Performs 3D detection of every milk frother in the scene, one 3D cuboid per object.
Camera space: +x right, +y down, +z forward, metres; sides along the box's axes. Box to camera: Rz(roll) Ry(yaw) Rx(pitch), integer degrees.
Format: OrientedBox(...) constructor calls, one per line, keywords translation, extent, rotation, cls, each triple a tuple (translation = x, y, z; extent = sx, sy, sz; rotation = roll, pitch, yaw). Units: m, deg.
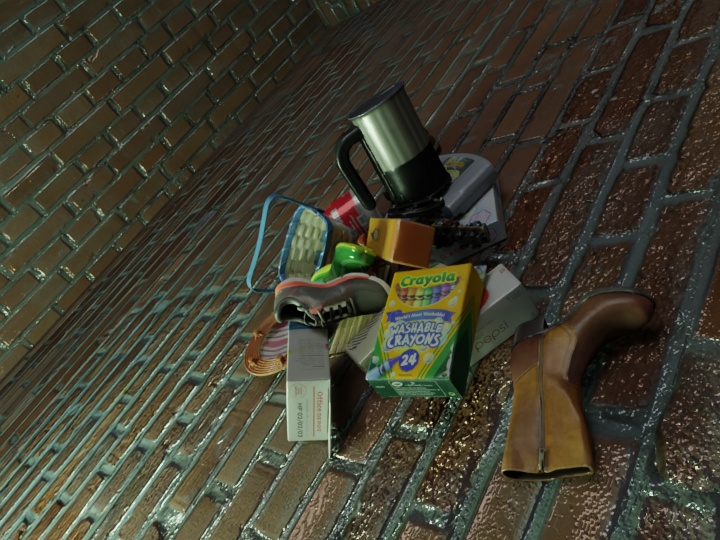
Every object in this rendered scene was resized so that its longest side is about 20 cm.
OrientedBox(translation=(0.066, -0.194, 1.034), extent=(0.180, 0.191, 0.199), rotation=(-40, 22, -16), cls="milk frother")

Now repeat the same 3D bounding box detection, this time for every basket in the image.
OrientedBox(translation=(-0.110, -0.041, 1.143), extent=(0.138, 0.195, 0.182), rotation=(34, 111, 52), cls="basket")

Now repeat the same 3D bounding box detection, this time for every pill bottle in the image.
OrientedBox(translation=(-0.051, -0.080, 1.287), extent=(0.197, 0.113, 0.113), rotation=(-35, 27, 10), cls="pill bottle")

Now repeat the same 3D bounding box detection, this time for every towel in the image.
OrientedBox(translation=(-0.130, 0.107, 1.202), extent=(0.143, 0.030, 0.203), rotation=(-22, 32, 29), cls="towel")

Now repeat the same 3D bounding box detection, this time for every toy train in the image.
OrientedBox(translation=(0.146, -0.063, 1.015), extent=(0.045, 0.035, 0.198), rotation=(-38, 24, -24), cls="toy train")

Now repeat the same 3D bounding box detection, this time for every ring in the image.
OrientedBox(translation=(-0.145, 0.116, 1.161), extent=(0.196, 0.019, 0.203), rotation=(-27, 30, 16), cls="ring")

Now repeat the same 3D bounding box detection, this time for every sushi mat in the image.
OrientedBox(translation=(0.000, 0.072, 1.110), extent=(0.094, 0.012, 0.203), rotation=(-21, 33, 31), cls="sushi mat")

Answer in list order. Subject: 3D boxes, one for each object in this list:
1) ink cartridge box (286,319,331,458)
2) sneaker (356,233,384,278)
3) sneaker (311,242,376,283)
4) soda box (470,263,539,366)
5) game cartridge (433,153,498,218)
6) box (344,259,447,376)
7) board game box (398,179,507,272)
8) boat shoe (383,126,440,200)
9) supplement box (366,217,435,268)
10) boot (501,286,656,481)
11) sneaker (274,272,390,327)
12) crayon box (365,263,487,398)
OrientedBox(translation=(-0.080, 0.175, 0.932), extent=(0.065, 0.118, 0.202), rotation=(-1, 30, -5), cls="ink cartridge box")
OrientedBox(translation=(0.000, 0.000, 1.127), extent=(0.076, 0.073, 0.202), rotation=(-35, 24, 26), cls="sneaker")
OrientedBox(translation=(-0.029, 0.018, 1.019), extent=(0.200, 0.072, 0.086), rotation=(134, 145, -55), cls="sneaker")
OrientedBox(translation=(0.146, 0.084, 0.853), extent=(0.198, 0.064, 0.068), rotation=(-37, 27, 4), cls="soda box")
OrientedBox(translation=(0.163, -0.164, 1.137), extent=(0.132, 0.041, 0.199), rotation=(-41, 26, -12), cls="game cartridge")
OrientedBox(translation=(0.075, 0.085, 0.923), extent=(0.199, 0.083, 0.068), rotation=(-43, 26, -9), cls="box")
OrientedBox(translation=(0.164, -0.090, 1.109), extent=(0.196, 0.041, 0.203), rotation=(-27, 31, 24), cls="board game box")
OrientedBox(translation=(0.105, -0.245, 1.374), extent=(0.074, 0.074, 0.202), rotation=(-3, 45, 49), cls="boat shoe")
OrientedBox(translation=(0.059, -0.048, 1.002), extent=(0.200, 0.067, 0.069), rotation=(-156, 77, -75), cls="supplement box")
OrientedBox(translation=(0.241, 0.123, 0.672), extent=(0.184, 0.069, 0.203), rotation=(-20, 34, 33), cls="boot")
OrientedBox(translation=(-0.045, 0.061, 0.952), extent=(0.193, 0.079, 0.083), rotation=(-4, 37, 12), cls="sneaker")
OrientedBox(translation=(0.092, 0.066, 0.816), extent=(0.123, 0.052, 0.204), rotation=(-8, 49, 34), cls="crayon box")
